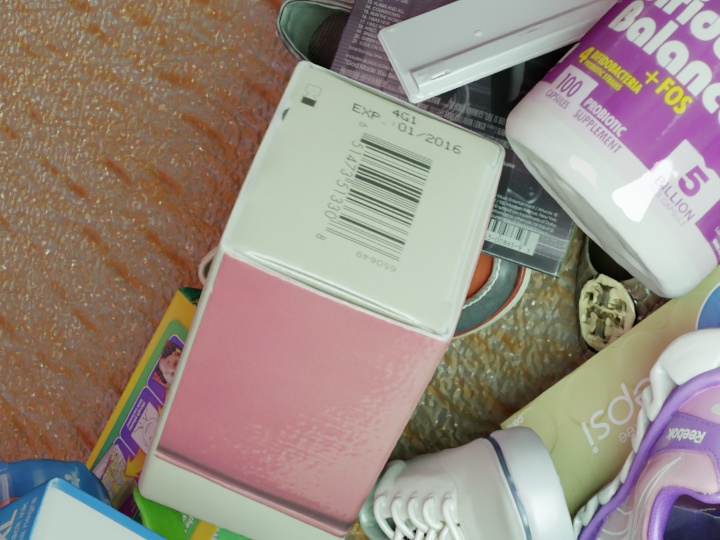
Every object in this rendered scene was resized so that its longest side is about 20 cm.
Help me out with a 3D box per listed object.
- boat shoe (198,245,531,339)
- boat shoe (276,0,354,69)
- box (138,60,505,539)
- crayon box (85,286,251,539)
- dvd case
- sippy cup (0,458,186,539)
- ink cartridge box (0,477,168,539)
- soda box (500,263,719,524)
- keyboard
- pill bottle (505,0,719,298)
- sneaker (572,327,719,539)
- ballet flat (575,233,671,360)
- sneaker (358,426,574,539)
[{"bbox_3d":[0.000,0.000,0.917,0.198,0.062,0.072,-3,77,40],"label":"boat shoe"},{"bbox_3d":[0.026,-0.091,0.905,0.199,0.071,0.073,30,100,38],"label":"boat shoe"},{"bbox_3d":[-0.022,0.026,0.808,0.201,0.108,0.129,114,177,-49],"label":"box"},{"bbox_3d":[-0.099,0.127,0.980,0.119,0.058,0.201,42,109,38],"label":"crayon box"},{"bbox_3d":[0.064,-0.113,0.855,0.147,0.016,0.202,18,85,16],"label":"dvd case"},{"bbox_3d":[-0.177,0.179,0.921,0.176,0.140,0.131,-12,55,-6],"label":"sippy cup"},{"bbox_3d":[-0.142,0.186,0.739,0.199,0.145,0.085,-29,37,39],"label":"ink cartridge box"},{"bbox_3d":[0.161,0.050,0.762,0.200,0.064,0.068,-39,58,28],"label":"soda box"},{"bbox_3d":[0.107,-0.131,0.801,0.198,0.011,0.057,-21,41,-3],"label":"keyboard"},{"bbox_3d":[0.166,-0.094,0.732,0.200,0.112,0.112,-46,52,1],"label":"pill bottle"},{"bbox_3d":[0.135,0.123,0.710,0.089,0.079,0.202,-86,7,-51],"label":"sneaker"},{"bbox_3d":[0.139,-0.050,0.813,0.067,0.046,0.202,20,94,42],"label":"ballet flat"},{"bbox_3d":[0.044,0.117,0.780,0.200,0.070,0.074,135,119,-76],"label":"sneaker"}]
